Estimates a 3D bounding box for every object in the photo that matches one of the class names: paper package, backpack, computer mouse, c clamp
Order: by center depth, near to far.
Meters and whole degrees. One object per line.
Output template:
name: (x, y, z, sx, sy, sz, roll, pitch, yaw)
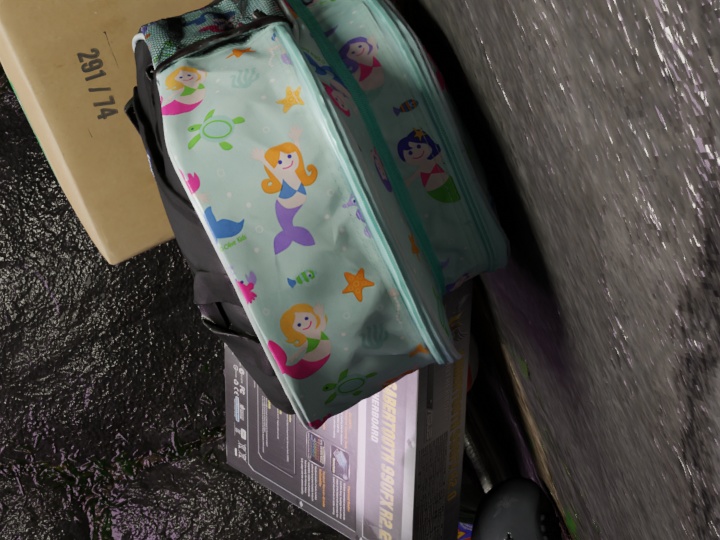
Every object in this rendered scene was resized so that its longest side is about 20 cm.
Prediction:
backpack: (-0.020, -0.033, 0.858, 0.200, 0.150, 0.178, -104, -10, -65)
paper package: (-0.093, -0.138, 0.974, 0.104, 0.190, 0.201, -119, 6, -61)
computer mouse: (0.097, 0.212, 1.114, 0.034, 0.058, 0.201, 49, -151, -54)
c clamp: (0.080, 0.123, 1.369, 0.171, 0.027, 0.201, 79, 167, -75)

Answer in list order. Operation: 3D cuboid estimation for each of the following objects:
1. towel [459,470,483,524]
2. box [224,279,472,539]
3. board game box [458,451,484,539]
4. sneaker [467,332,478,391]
towel: (0.017, 0.084, 1.303, 0.201, 0.023, 0.152, 56, -168, 21)
box: (-0.011, 0.060, 1.131, 0.158, 0.048, 0.201, 26, 131, 33)
board game box: (0.041, 0.118, 1.457, 0.135, 0.045, 0.201, 48, -165, -49)
sneaker: (0.000, 0.000, 1.181, 0.201, 0.082, 0.077, 62, 153, -1)
